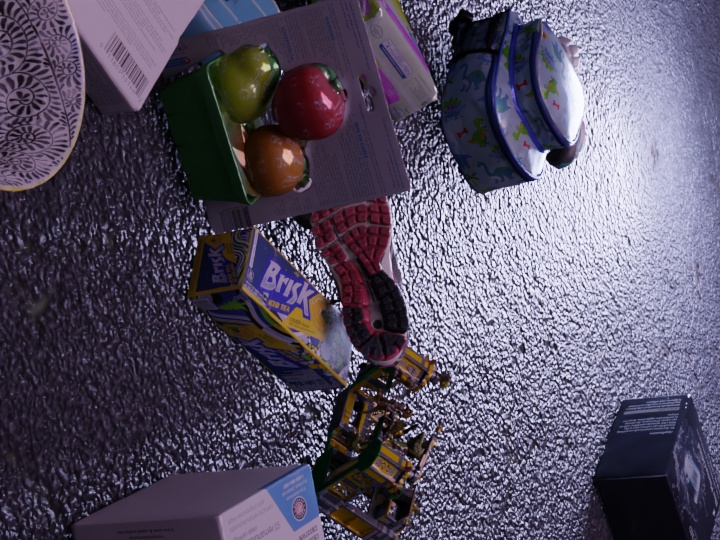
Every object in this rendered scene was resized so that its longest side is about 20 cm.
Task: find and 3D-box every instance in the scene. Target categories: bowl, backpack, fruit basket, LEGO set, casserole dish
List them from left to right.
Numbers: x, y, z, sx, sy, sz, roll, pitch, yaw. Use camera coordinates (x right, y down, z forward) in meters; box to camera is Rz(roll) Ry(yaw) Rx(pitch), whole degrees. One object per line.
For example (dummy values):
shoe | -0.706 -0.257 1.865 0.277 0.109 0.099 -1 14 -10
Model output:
bowl | -0.293 -0.148 1.107 0.201 0.094 0.201 26 59 -57
casserole dish | -0.130 -0.252 1.507 0.200 0.039 0.121 46 43 -47
fruit basket | -0.070 -0.140 1.417 0.094 0.200 0.186 -63 137 -70
LEGO set | 0.038 0.183 1.570 0.116 0.154 0.200 36 34 -18
backpack | 0.188 -0.209 1.962 0.183 0.147 0.200 54 40 -37

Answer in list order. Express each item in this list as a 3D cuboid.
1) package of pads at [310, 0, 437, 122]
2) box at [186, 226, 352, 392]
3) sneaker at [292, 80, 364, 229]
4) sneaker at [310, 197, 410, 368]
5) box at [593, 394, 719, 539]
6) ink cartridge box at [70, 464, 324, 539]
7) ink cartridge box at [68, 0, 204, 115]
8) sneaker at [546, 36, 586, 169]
package of pads | 0.000 -0.276 1.659 0.155 0.068 0.200 48 17 -47
box | -0.081 0.041 1.484 0.200 0.064 0.070 47 42 -48
sneaker | -0.037 -0.120 1.618 0.091 0.066 0.200 63 36 -38
sneaker | 0.000 0.000 1.536 0.075 0.080 0.200 72 8 -72
box | 0.450 0.325 2.350 0.197 0.117 0.200 67 32 -25
ink cartridge box | -0.116 0.275 1.262 0.147 0.146 0.200 -21 101 -61
ink cartridge box | -0.216 -0.262 1.318 0.200 0.045 0.176 58 43 -38
sneaker | 0.264 -0.243 2.231 0.091 0.078 0.200 10 69 -45
